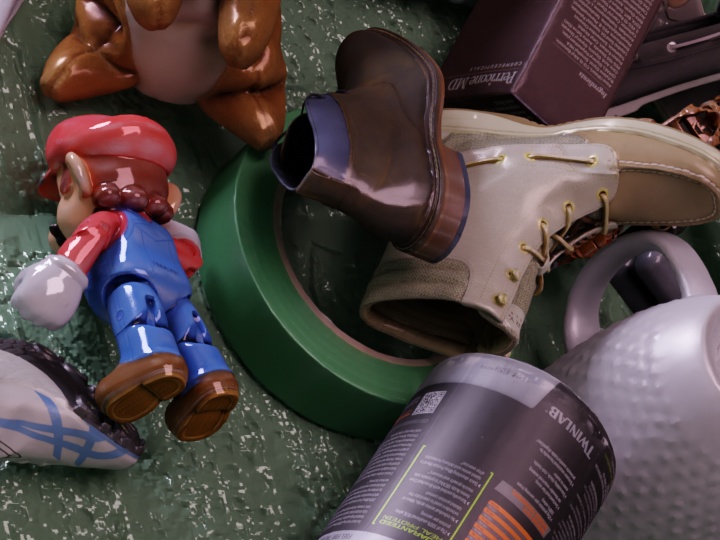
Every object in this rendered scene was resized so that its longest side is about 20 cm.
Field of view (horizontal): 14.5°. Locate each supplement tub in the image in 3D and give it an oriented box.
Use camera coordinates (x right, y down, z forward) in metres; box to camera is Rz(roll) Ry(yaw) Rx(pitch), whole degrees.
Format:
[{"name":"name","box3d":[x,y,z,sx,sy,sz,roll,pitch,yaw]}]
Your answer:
[{"name":"supplement tub","box3d":[0.045,0.152,1.533,0.123,0.123,0.200,41,57,-8]}]

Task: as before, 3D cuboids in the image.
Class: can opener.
[{"name":"can opener","box3d":[0.215,0.071,1.753,0.200,0.053,0.067,51,55,-21]}]

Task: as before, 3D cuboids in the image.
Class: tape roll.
[{"name":"tape roll","box3d":[0.000,0.000,1.667,0.200,0.048,0.201,20,51,-26]}]

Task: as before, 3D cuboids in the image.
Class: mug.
[{"name":"mug","box3d":[0.173,0.072,1.660,0.147,0.175,0.200,6,58,-35]}]

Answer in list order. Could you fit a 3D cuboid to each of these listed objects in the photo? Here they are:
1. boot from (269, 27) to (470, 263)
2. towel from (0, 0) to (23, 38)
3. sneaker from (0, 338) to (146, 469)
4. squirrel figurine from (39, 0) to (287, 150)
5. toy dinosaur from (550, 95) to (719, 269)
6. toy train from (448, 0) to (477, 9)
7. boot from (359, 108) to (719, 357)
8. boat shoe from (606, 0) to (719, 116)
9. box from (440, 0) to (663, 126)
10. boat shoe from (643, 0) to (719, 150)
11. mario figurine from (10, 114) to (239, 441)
[{"name":"boot","box3d":[-0.006,-0.090,1.612,0.097,0.075,0.200,19,28,-28]},{"name":"towel","box3d":[-0.264,-0.221,1.625,0.191,0.032,0.200,34,45,-14]},{"name":"sneaker","box3d":[-0.198,0.074,1.464,0.200,0.073,0.072,19,21,-42]},{"name":"squirrel figurine","box3d":[-0.081,-0.199,1.625,0.141,0.187,0.200,17,39,1]},{"name":"toy dinosaur","box3d":[0.174,-0.053,1.768,0.200,0.136,0.102,-14,83,1]},{"name":"toy train","box3d":[0.060,-0.226,1.848,0.200,0.085,0.114,16,66,-32]},{"name":"boot","box3d":[0.108,-0.015,1.627,0.200,0.072,0.155,6,50,13]},{"name":"boat shoe","box3d":[0.214,-0.149,1.841,0.067,0.200,0.057,-83,152,-79]},{"name":"box","box3d":[0.130,-0.169,1.788,0.075,0.100,0.200,37,69,-28]},{"name":"boat shoe","box3d":[0.206,-0.149,1.913,0.200,0.074,0.073,63,3,0]},{"name":"mario figurine","box3d":[-0.134,0.005,1.542,0.106,0.124,0.200,-17,56,-2]}]
